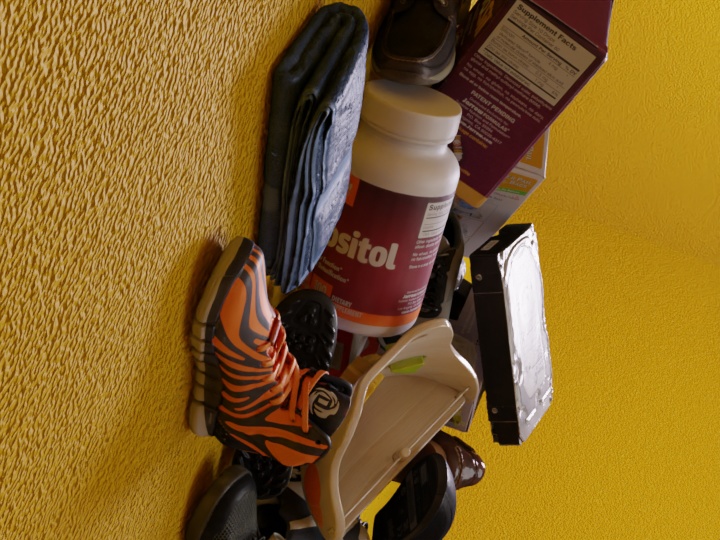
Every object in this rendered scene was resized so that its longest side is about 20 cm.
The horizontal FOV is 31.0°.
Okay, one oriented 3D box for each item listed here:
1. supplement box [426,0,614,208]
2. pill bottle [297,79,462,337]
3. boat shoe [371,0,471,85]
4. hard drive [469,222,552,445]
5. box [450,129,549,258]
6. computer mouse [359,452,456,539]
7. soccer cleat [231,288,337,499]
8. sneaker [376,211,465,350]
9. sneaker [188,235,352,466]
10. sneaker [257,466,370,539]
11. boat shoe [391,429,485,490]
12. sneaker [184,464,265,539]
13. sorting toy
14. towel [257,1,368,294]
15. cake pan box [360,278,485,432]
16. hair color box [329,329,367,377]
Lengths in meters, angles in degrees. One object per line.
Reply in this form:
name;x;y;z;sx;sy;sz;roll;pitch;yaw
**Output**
supplement box;0.129;-0.179;1.170;0.200;0.103;0.131;-51;-168;37
pill bottle;0.019;-0.055;1.112;0.113;0.112;0.202;-51;158;-65
boat shoe;0.052;-0.228;1.114;0.201;0.074;0.074;-73;167;-52
hard drive;0.160;0.063;1.348;0.140;0.037;0.203;-32;118;-63
box;0.117;-0.113;1.387;0.200;0.100;0.114;127;-25;-61
computer mouse;0.040;0.234;1.243;0.201;0.046;0.141;-57;-157;29
soccer cleat;-0.067;0.096;1.102;0.073;0.067;0.202;-90;-166;-65
sneaker;0.063;0.014;1.305;0.201;0.073;0.080;-70;168;-50
sneaker;-0.056;0.062;0.901;0.201;0.111;0.078;99;14;-51
sneaker;-0.078;0.214;1.235;0.080;0.129;0.200;-51;-145;20
boat shoe;0.046;0.185;1.330;0.070;0.199;0.071;6;98;-35
sneaker;-0.093;0.257;1.082;0.076;0.113;0.201;-31;141;-51
sorting toy;0.018;0.114;1.134;0.200;0.107;0.180;-43;168;-25
towel;-0.032;-0.086;0.937;0.201;0.048;0.112;99;13;-48
cake pan box;0.058;0.068;1.382;0.200;0.182;0.053;-57;165;-51
hair color box;0.000;0.000;1.276;0.102;0.061;0.201;99;15;-54
